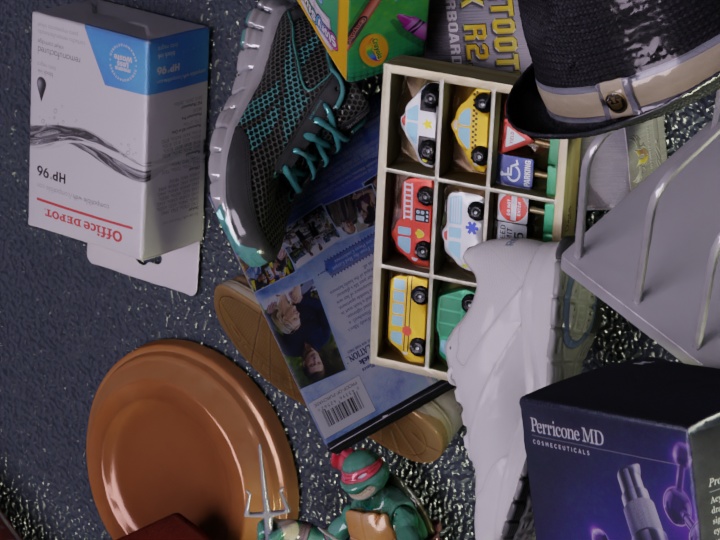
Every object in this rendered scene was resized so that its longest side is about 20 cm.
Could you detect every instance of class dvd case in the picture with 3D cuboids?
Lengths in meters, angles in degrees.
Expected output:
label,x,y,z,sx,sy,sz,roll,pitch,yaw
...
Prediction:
label,x,y,z,sx,sy,sz,roll,pitch,yaw
dvd case,0.000,0.000,1.757,0.142,0.018,0.201,-30,72,11

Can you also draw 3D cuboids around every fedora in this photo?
label,x,y,z,sx,sy,sz,roll,pitch,yaw
fedora,0.153,-0.156,1.497,0.200,0.201,0.092,-12,117,40

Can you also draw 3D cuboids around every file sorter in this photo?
label,x,y,z,sx,sy,sz,roll,pitch,yaw
file sorter,0.234,-0.021,1.514,0.200,0.139,0.125,38,154,25

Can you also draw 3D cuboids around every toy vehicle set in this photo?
label,x,y,z,sx,sy,sz,roll,pitch,yaw
toy vehicle set,0.071,-0.026,1.665,0.124,0.027,0.201,11,111,21

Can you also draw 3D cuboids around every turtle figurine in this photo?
label,x,y,z,sx,sy,sz,roll,pitch,yaw
turtle figurine,0.012,0.195,1.811,0.149,0.101,0.201,8,125,56

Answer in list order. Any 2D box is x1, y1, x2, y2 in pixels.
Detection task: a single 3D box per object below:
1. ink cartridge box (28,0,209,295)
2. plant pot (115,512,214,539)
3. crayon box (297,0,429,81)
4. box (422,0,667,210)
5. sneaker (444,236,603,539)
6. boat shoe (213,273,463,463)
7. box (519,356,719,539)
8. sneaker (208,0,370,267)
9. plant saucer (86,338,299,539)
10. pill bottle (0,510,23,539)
label,x,y,z,sx,sy,sz,roll,pitch,yaw
ink cartridge box,-0.173,-0.081,1.903,0.116,0.068,0.201,17,113,35
plant pot,-0.156,0.291,1.888,0.177,0.199,0.200,58,144,14
crayon box,-0.024,-0.232,1.679,0.119,0.058,0.200,93,152,-55
box,0.107,-0.139,1.670,0.158,0.048,0.201,3,104,39
sneaker,0.093,0.074,1.633,0.087,0.074,0.201,11,95,33
boat shoe,-0.008,0.056,1.809,0.200,0.069,0.074,32,144,21
box,0.181,0.159,1.487,0.148,0.104,0.201,5,107,55
sneaker,-0.039,-0.096,1.737,0.091,0.078,0.201,-3,61,25
plant saucer,-0.132,0.151,1.956,0.199,0.037,0.201,12,109,36
pill bottle,-0.335,0.208,2.089,0.200,0.112,0.112,50,128,17
